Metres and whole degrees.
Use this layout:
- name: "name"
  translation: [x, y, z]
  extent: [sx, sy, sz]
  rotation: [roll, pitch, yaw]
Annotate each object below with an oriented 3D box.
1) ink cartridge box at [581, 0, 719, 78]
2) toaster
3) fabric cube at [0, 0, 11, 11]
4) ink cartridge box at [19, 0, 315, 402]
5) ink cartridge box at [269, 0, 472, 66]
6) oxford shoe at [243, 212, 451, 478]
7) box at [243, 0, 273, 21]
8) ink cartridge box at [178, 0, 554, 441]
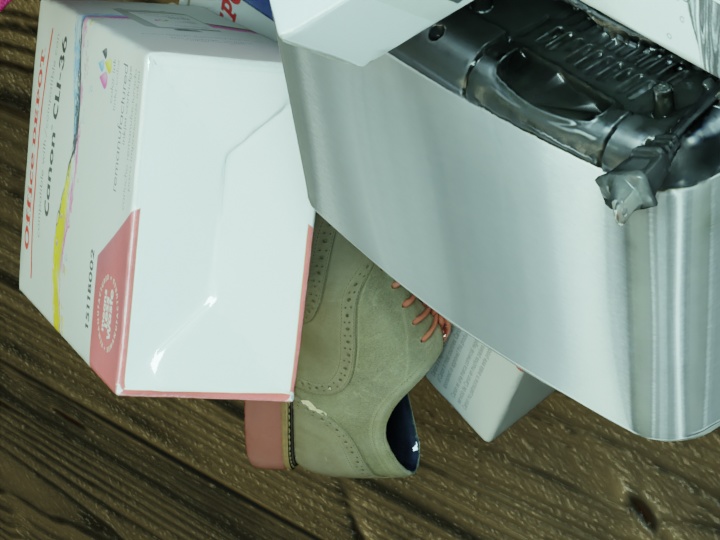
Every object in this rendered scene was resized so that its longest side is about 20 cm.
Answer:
- name: "ink cartridge box"
  translation: [0.130, -0.118, 0.718]
  extent: [0.200, 0.144, 0.084]
  rotation: [35, 149, 37]
- name: "toaster"
  translation: [0.083, -0.064, 0.818]
  extent: [0.181, 0.200, 0.119]
  rotation: [34, 146, 37]
- name: "fabric cube"
  translation: [-0.149, -0.231, 0.919]
  extent: [0.196, 0.199, 0.200]
  rotation: [18, 130, 25]
- name: "ink cartridge box"
  translation: [-0.076, -0.033, 1.007]
  extent: [0.200, 0.067, 0.117]
  rotation: [-147, 62, -69]
- name: "ink cartridge box"
  translation: [0.052, -0.137, 0.660]
  extent: [0.200, 0.039, 0.100]
  rotation: [-29, 64, 33]
- name: "oxford shoe"
  translation: [0.000, 0.000, 1.047]
  extent: [0.075, 0.071, 0.200]
  rotation: [12, 137, 8]
- name: "box"
  translation: [0.003, -0.126, 0.977]
  extent: [0.200, 0.121, 0.032]
  rotation: [38, 142, 32]
- name: "ink cartridge box"
  translation: [0.024, -0.055, 1.085]
  extent: [0.200, 0.083, 0.147]
  rotation: [47, 155, 15]
